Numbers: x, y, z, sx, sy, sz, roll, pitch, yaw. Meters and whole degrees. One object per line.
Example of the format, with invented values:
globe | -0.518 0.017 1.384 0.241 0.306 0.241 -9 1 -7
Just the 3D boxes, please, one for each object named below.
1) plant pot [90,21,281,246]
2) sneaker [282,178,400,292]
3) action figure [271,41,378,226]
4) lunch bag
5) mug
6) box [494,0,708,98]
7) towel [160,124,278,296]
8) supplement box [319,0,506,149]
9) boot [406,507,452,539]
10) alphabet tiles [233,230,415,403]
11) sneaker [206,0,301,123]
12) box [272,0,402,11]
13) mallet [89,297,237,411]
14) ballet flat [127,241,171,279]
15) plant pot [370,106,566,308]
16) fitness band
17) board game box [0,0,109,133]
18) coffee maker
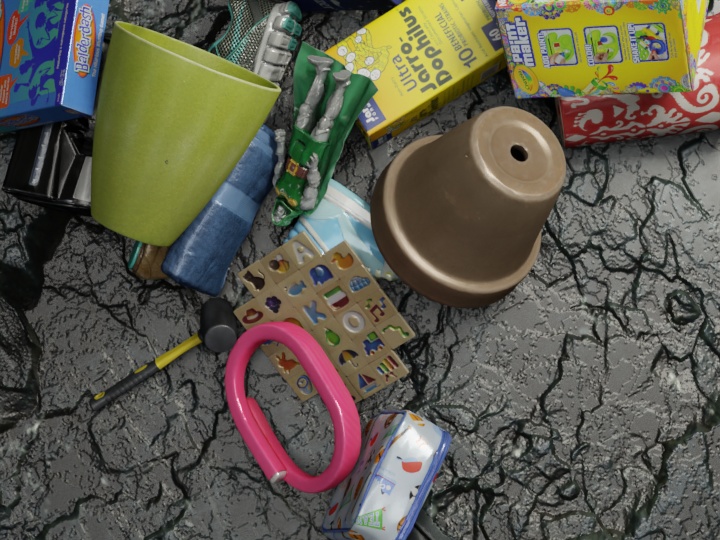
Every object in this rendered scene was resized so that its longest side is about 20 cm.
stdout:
plant pot | -0.206 -0.134 1.553 0.186 0.187 0.201 23 100 4
sneaker | 0.000 0.000 1.659 0.200 0.080 0.131 37 87 14
action figure | -0.058 -0.135 1.613 0.118 0.055 0.201 38 122 34
lunch bag | 0.023 0.236 1.583 0.075 0.200 0.161 26 75 -5
mug | 0.317 -0.217 1.652 0.199 0.178 0.134 -10 123 6
box | 0.264 -0.293 1.564 0.192 0.122 0.201 0 45 21
towel | -0.149 -0.068 1.649 0.048 0.112 0.201 29 87 15
supplement box | 0.067 -0.240 1.653 0.199 0.110 0.109 -32 85 1
boot | 0.070 0.386 1.629 0.168 0.076 0.200 -44 79 -4
alphabet tiles | -0.042 0.059 1.642 0.166 0.006 0.200 -32 101 25
sneaker | -0.140 -0.224 1.677 0.091 0.078 0.201 25 98 14
box | -0.036 -0.321 1.621 0.199 0.121 0.033 3 81 26
mallet | -0.223 0.108 1.667 0.200 0.066 0.041 -36 120 2
ballet flat | -0.207 -0.083 1.683 0.072 0.068 0.201 16 87 -17
plant pot | 0.133 -0.084 1.571 0.199 0.175 0.201 12 59 -20
fitness band | -0.077 0.152 1.624 0.144 0.037 0.200 -48 65 33
board game box | -0.354 -0.233 1.586 0.199 0.045 0.153 -5 75 44
coffee maker | -0.329 -0.168 1.669 0.192 0.134 0.201 11 85 44
